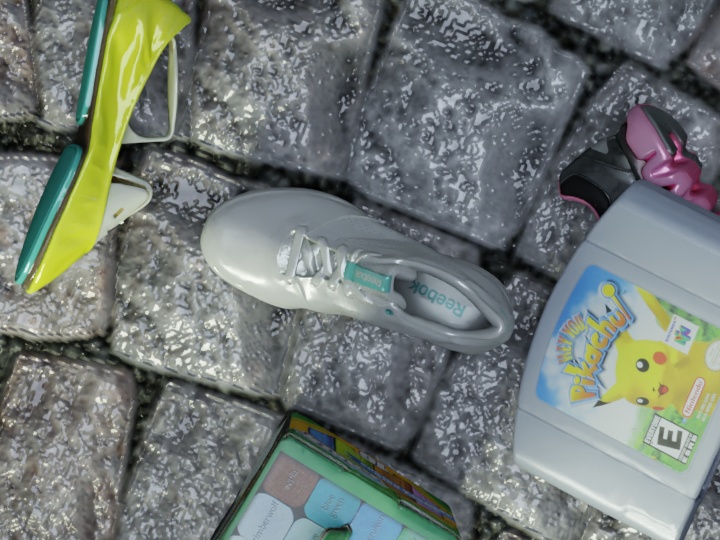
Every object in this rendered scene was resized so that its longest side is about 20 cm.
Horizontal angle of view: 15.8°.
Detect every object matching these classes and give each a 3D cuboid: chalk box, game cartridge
[{"bbox_3d":[-0.022,0.172,1.525,0.124,0.200,0.125,31,92,-2],"label":"chalk box"},{"bbox_3d":[0.170,0.054,1.560,0.133,0.040,0.201,28,113,19],"label":"game cartridge"}]

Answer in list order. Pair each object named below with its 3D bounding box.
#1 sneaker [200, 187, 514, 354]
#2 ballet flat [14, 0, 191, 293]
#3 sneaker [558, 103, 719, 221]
[{"bbox_3d":[0.000,0.000,1.573,0.199,0.088,0.076,16,94,-1],"label":"sneaker"},{"bbox_3d":[-0.151,-0.075,1.583,0.067,0.067,0.201,17,92,-15],"label":"ballet flat"},{"bbox_3d":[0.189,0.002,1.591,0.095,0.079,0.200,-29,89,17],"label":"sneaker"}]
